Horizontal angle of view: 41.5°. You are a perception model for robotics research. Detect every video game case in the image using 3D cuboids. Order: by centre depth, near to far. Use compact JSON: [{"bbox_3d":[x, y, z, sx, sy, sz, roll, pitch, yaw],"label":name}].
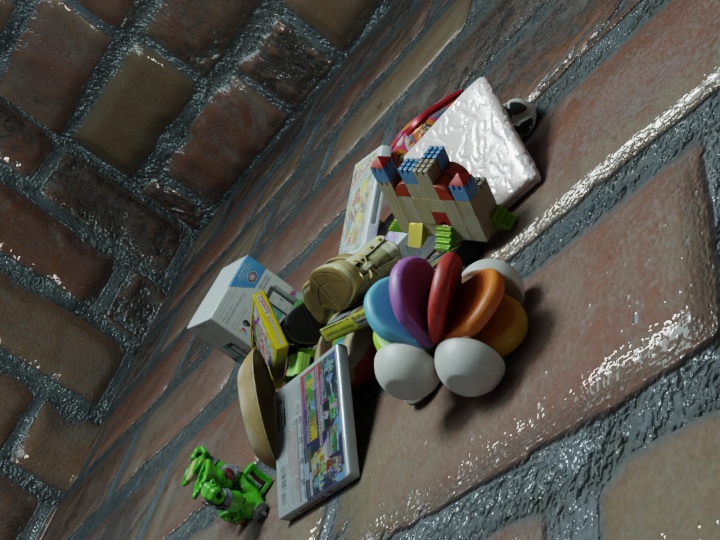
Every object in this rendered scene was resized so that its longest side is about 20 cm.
[{"bbox_3d":[0.058,0.028,1.364,0.199,0.026,0.180,-34,5,-40],"label":"video game case"},{"bbox_3d":[-0.068,0.234,1.367,0.182,0.023,0.202,-41,43,41],"label":"video game case"},{"bbox_3d":[0.005,-0.114,1.681,0.200,0.023,0.184,164,117,-76],"label":"video game case"}]

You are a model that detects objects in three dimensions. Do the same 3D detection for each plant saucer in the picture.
[{"bbox_3d":[-0.157,0.222,1.489,0.035,0.202,0.200,-14,22,1],"label":"plant saucer"}]

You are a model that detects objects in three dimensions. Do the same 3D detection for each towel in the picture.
[{"bbox_3d":[0.163,-0.155,1.416,0.191,0.032,0.201,-45,54,34],"label":"towel"}]

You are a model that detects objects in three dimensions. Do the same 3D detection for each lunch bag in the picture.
[{"bbox_3d":[0.131,-0.226,1.661,0.176,0.082,0.200,-36,-6,-31],"label":"lunch bag"}]

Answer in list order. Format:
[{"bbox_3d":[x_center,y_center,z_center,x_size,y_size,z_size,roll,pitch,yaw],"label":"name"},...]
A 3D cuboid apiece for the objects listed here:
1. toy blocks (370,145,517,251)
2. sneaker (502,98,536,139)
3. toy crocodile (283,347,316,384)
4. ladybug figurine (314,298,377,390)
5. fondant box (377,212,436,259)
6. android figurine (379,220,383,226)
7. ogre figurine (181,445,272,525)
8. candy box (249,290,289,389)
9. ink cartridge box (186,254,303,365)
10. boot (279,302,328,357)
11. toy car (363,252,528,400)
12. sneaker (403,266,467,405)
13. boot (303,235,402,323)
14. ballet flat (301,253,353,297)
[{"bbox_3d":[0.104,-0.112,1.327,0.199,0.137,0.100,8,51,39],"label":"toy blocks"},{"bbox_3d":[0.190,-0.210,1.515,0.198,0.081,0.083,-22,11,15],"label":"sneaker"},{"bbox_3d":[-0.100,0.165,1.570,0.200,0.061,0.068,95,-176,-80],"label":"toy crocodile"},{"bbox_3d":[-0.013,0.121,1.468,0.136,0.072,0.200,-48,17,21],"label":"ladybug figurine"},{"bbox_3d":[0.092,-0.074,1.582,0.200,0.058,0.145,-49,17,26],"label":"fondant box"},{"bbox_3d":[-0.005,-0.013,1.778,0.183,0.041,0.200,-54,18,7],"label":"android figurine"},{"bbox_3d":[-0.211,0.344,1.512,0.200,0.119,0.099,-25,37,63],"label":"ogre figurine"},{"bbox_3d":[-0.153,0.120,1.569,0.026,0.103,0.200,-22,-21,-18],"label":"candy box"},{"bbox_3d":[-0.195,0.097,1.813,0.146,0.199,0.148,-21,37,60],"label":"ink cartridge box"},{"bbox_3d":[-0.109,0.110,1.622,0.153,0.074,0.203,-32,-5,30],"label":"boot"},{"bbox_3d":[0.090,0.048,1.119,0.198,0.150,0.176,-8,43,33],"label":"toy car"},{"bbox_3d":[0.092,0.074,1.251,0.201,0.079,0.074,-60,15,-20],"label":"sneaker"},{"bbox_3d":[0.000,0.000,1.428,0.155,0.073,0.200,-36,-7,-21],"label":"boot"},{"bbox_3d":[-0.041,0.002,1.681,0.199,0.069,0.063,-28,23,52],"label":"ballet flat"}]
